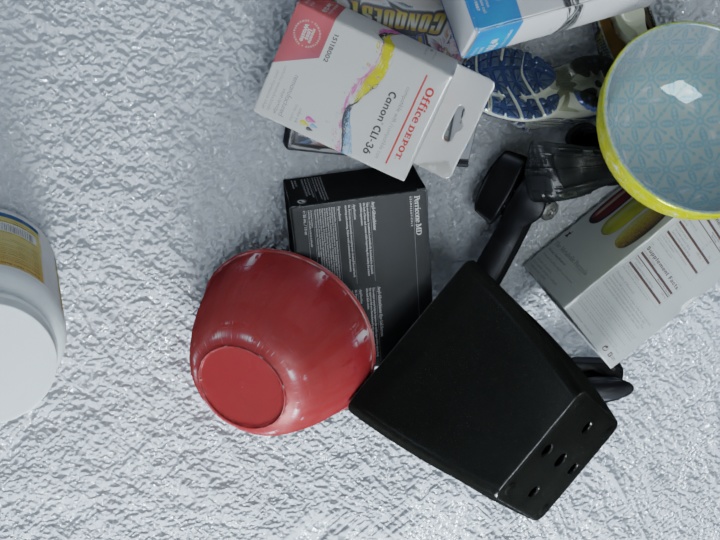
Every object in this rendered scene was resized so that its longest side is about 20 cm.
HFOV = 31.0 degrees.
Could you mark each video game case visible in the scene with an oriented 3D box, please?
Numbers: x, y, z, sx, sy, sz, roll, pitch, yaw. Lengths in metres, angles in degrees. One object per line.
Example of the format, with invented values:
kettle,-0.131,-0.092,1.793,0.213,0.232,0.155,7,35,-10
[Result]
video game case,0.034,-0.199,1.304,0.200,0.026,0.181,4,114,-19

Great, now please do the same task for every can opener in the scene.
can opener,0.153,-0.030,1.405,0.063,0.079,0.200,-17,133,-57
can opener,0.211,0.126,1.499,0.200,0.079,0.063,1,74,-4

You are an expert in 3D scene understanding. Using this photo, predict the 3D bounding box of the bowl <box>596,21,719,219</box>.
bowl,0.318,-0.134,1.291,0.200,0.108,0.200,3,74,-9

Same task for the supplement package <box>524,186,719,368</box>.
supplement package,0.304,-0.012,1.428,0.200,0.114,0.110,-40,121,3

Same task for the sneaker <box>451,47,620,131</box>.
sneaker,0.171,-0.172,1.319,0.200,0.085,0.077,0,73,-28

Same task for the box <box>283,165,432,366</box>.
box,0.000,0.000,1.357,0.141,0.079,0.200,-7,118,-5

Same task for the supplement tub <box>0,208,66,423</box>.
supplement tub,-0.349,0.039,1.203,0.145,0.200,0.145,-7,117,-14

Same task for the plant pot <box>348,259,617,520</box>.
plant pot,0.144,0.144,1.344,0.200,0.177,0.200,-49,146,1

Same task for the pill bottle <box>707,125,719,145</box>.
pill bottle,0.433,-0.111,1.420,0.112,0.112,0.200,-40,119,5

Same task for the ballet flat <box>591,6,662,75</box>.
ballet flat,0.279,-0.236,1.336,0.072,0.072,0.200,-31,120,-1

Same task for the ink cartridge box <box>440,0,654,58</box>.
ink cartridge box,0.172,-0.302,1.225,0.200,0.086,0.147,-16,82,-10

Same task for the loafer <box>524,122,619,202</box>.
loafer,0.244,-0.120,1.353,0.201,0.068,0.070,-17,103,-42

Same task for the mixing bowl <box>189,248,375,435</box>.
mixing bowl,-0.097,0.091,1.304,0.200,0.108,0.200,12,122,20

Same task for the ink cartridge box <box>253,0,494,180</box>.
ink cartridge box,0.015,-0.166,1.230,0.200,0.068,0.117,24,112,-1
